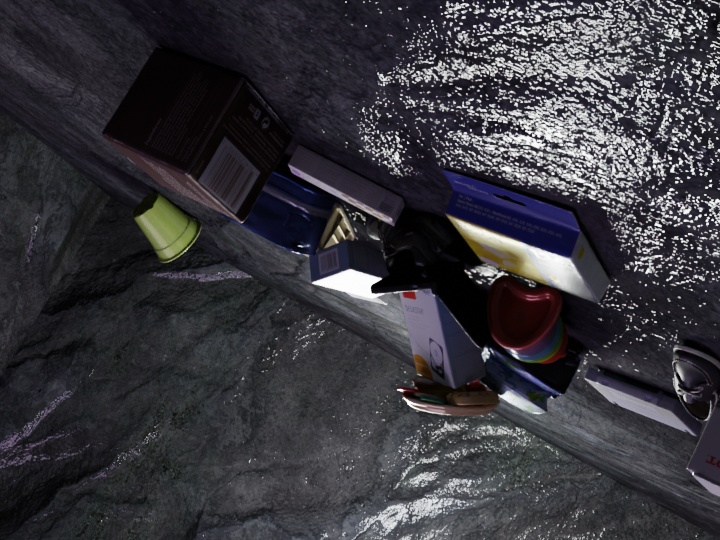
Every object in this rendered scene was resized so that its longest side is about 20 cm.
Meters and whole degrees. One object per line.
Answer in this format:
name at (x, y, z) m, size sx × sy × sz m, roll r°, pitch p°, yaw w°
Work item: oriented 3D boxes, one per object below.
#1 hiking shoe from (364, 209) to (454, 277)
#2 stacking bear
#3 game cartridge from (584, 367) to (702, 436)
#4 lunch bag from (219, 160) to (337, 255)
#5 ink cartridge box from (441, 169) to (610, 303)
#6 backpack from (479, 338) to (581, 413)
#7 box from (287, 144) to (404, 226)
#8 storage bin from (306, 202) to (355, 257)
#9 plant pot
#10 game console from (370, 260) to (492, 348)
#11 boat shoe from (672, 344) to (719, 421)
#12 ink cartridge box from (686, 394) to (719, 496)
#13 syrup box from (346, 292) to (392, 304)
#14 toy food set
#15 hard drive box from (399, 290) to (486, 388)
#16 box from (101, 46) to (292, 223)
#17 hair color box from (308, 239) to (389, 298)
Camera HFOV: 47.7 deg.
hiking shoe at (0.058, -0.046, 1.317) m, size 0.076 × 0.102 × 0.199 m, roll 43°, pitch 164°, yaw -32°
stacking bear at (0.291, 0.100, 1.352) m, size 0.120 × 0.116 × 0.199 m, roll 16°, pitch 170°, yaw 32°
game cartridge at (0.539, 0.247, 1.559) m, size 0.198 × 0.039 × 0.129 m, roll 19°, pitch 161°, yaw 51°
lunch bag at (-0.149, -0.128, 1.468) m, size 0.197 × 0.134 × 0.136 m, roll 27°, pitch -174°, yaw 15°
ink cartridge box at (0.210, -0.041, 1.063) m, size 0.196 × 0.048 × 0.200 m, roll 25°, pitch 171°, yaw 38°
backpack at (0.314, 0.184, 1.583) m, size 0.181 × 0.149 × 0.200 m, roll 31°, pitch 174°, yaw 9°
box at (-0.022, -0.136, 1.300) m, size 0.197 × 0.042 × 0.039 m, roll 28°, pitch 170°, yaw 14°
storage bin at (-0.126, -0.101, 1.640) m, size 0.197 × 0.095 × 0.199 m, roll 27°, pitch 170°, yaw 15°
plant pot at (-0.692, -0.167, 2.854) m, size 0.199 × 0.201 × 0.191 m, roll 17°, pitch 151°, yaw 53°
game console at (0.128, 0.056, 1.342) m, size 0.172 × 0.119 × 0.200 m, roll -6°, pitch -174°, yaw 20°
boat shoe at (0.494, 0.168, 1.200) m, size 0.073 × 0.061 × 0.200 m, roll 24°, pitch 169°, yaw 35°
ink cartridge box at (0.456, 0.160, 0.850) m, size 0.144 × 0.202 × 0.084 m, roll 20°, pitch 167°, yaw 47°
syrup box at (0.010, 0.016, 1.860) m, size 0.081 × 0.080 × 0.199 m, roll 34°, pitch 170°, yaw -21°
toy food set at (0.171, 0.238, 1.565) m, size 0.193 × 0.050 × 0.200 m, roll 4°, pitch -178°, yaw 13°
hard drive box at (0.151, 0.104, 1.548) m, size 0.155 × 0.075 × 0.204 m, roll 6°, pitch 110°, yaw 67°
box at (-0.246, -0.206, 1.246) m, size 0.198 × 0.166 × 0.166 m, roll 25°, pitch 170°, yaw 30°
hair color box at (0.000, 0.000, 1.587) m, size 0.098 × 0.062 × 0.198 m, roll -18°, pitch 159°, yaw 33°
